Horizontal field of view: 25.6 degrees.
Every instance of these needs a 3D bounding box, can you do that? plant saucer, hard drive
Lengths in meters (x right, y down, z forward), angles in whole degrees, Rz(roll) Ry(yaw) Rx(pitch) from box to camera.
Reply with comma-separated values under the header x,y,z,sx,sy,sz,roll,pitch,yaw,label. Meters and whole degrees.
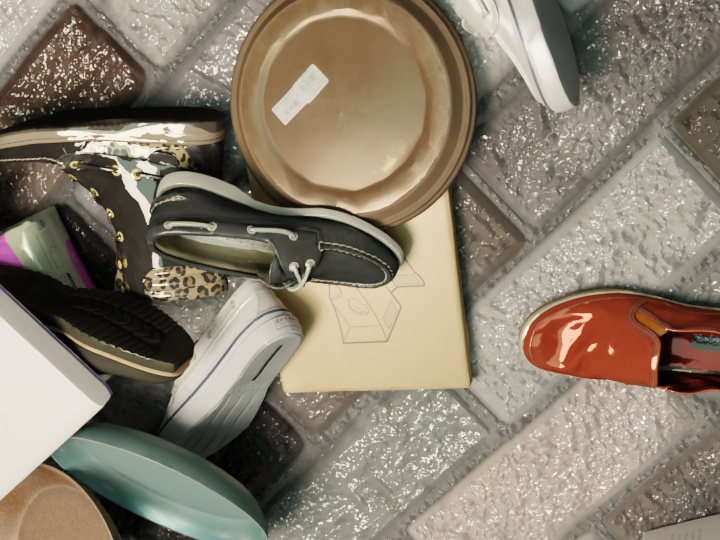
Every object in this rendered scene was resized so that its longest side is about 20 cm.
x,y,z,sx,sy,sz,roll,pitch,yaw,label
-0.010,-0.127,1.205,0.198,0.029,0.203,3,100,16,plant saucer
-0.262,0.265,1.383,0.199,0.036,0.203,5,99,39,plant saucer
-0.163,0.175,1.308,0.198,0.028,0.201,19,156,9,plant saucer
-0.297,0.104,1.246,0.132,0.025,0.200,44,128,-8,hard drive

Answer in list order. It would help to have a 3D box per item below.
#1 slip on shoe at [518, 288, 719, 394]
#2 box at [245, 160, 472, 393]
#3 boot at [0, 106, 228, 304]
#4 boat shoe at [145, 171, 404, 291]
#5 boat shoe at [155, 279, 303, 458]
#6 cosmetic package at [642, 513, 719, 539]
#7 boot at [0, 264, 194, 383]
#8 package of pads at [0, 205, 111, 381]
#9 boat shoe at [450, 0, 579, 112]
x,y,z,sx,sy,sz,roll,pitch,yaw,label
0.217,0.058,1.206,0.198,0.061,0.075,5,111,15,slip on shoe
0.000,0.000,1.265,0.161,0.021,0.202,-3,108,16,box
-0.197,-0.052,1.276,0.197,0.073,0.152,-2,108,10,boot
-0.066,-0.014,1.208,0.198,0.061,0.076,13,143,-2,boat shoe
-0.115,0.086,1.308,0.200,0.073,0.067,-48,59,31,boat shoe
0.313,0.267,1.175,0.198,0.199,0.124,-16,103,20,cosmetic package
-0.227,0.087,1.261,0.198,0.077,0.140,19,116,21,boot
-0.310,0.057,1.343,0.198,0.068,0.156,-23,100,21,package of pads
0.098,-0.203,1.151,0.065,0.073,0.202,-22,91,26,boat shoe
